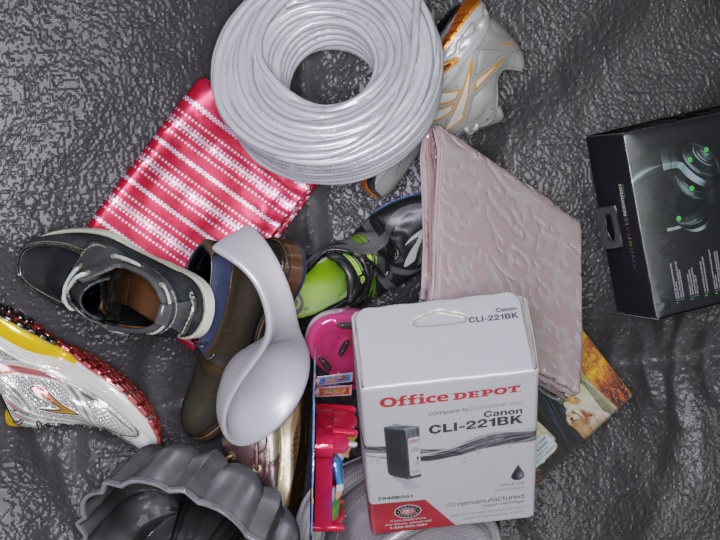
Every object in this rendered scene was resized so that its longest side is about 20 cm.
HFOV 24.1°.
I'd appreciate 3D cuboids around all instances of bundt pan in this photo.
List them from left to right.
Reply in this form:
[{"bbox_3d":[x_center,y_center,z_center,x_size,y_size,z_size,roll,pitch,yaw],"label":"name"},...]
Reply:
[{"bbox_3d":[-0.134,0.221,1.412,0.202,0.202,0.076,42,46,-13],"label":"bundt pan"}]

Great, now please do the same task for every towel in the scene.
[{"bbox_3d":[-0.141,-0.051,1.474,0.144,0.022,0.201,38,83,-13],"label":"towel"},{"bbox_3d":[0.123,-0.005,1.469,0.199,0.032,0.192,31,50,-36],"label":"towel"}]

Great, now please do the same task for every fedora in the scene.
[{"bbox_3d":[0.047,0.251,1.492,0.198,0.090,0.179,2,96,-20],"label":"fedora"}]

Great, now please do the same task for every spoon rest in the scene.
[{"bbox_3d":[-0.081,0.062,1.366,0.099,0.060,0.201,-33,137,-32],"label":"spoon rest"}]

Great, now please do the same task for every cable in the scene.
[{"bbox_3d":[-0.027,-0.170,1.438,0.198,0.069,0.202,-9,66,3],"label":"cable"}]

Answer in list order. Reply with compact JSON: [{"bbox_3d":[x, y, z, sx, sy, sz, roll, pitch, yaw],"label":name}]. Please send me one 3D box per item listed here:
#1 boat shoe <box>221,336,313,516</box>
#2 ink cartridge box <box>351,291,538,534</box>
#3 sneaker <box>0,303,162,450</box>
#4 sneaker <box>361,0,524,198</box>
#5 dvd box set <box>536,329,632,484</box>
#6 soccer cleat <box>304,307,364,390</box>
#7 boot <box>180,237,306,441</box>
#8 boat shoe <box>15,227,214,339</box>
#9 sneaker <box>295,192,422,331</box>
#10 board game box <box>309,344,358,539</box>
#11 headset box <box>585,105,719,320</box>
[{"bbox_3d":[-0.086,0.154,1.480,0.071,0.072,0.202,6,98,9],"label":"boat shoe"},{"bbox_3d":[0.070,0.121,1.389,0.143,0.084,0.201,-6,136,-1],"label":"ink cartridge box"},{"bbox_3d":[-0.258,0.103,1.428,0.199,0.078,0.083,30,91,-6],"label":"sneaker"},{"bbox_3d":[0.079,-0.140,1.506,0.092,0.076,0.201,36,84,-18],"label":"sneaker"},{"bbox_3d":[0.139,0.085,1.550,0.146,0.029,0.200,-40,102,-9],"label":"dvd box set"},{"bbox_3d":[0.038,0.070,1.464,0.199,0.086,0.070,17,111,-20],"label":"soccer cleat"},{"bbox_3d":[-0.130,0.055,1.422,0.096,0.075,0.201,9,114,-44],"label":"boot"},{"bbox_3d":[-0.214,0.010,1.379,0.067,0.199,0.072,-11,113,-54],"label":"boat shoe"},{"bbox_3d":[0.000,0.000,1.482,0.199,0.083,0.071,-30,100,-12],"label":"sneaker"},{"bbox_3d":[-0.022,0.161,1.399,0.039,0.200,0.159,1,64,-2],"label":"board game box"},{"bbox_3d":[0.317,-0.058,1.561,0.198,0.093,0.176,-14,96,-14],"label":"headset box"}]
